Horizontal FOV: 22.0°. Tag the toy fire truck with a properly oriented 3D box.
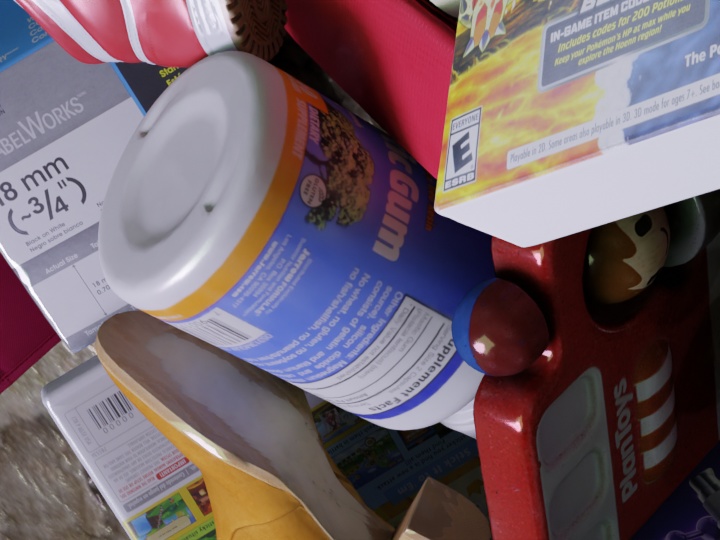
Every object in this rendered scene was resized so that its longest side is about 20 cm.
[{"bbox_3d":[0.099,0.015,0.688,0.112,0.168,0.200,20,136,34],"label":"toy fire truck"}]

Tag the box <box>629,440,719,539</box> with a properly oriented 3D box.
[{"bbox_3d":[0.136,0.147,0.753,0.141,0.200,0.079,29,143,24],"label":"box"}]

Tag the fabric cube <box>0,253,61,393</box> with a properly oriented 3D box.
[{"bbox_3d":[-0.303,-0.007,1.081,0.196,0.200,0.199,-10,119,50],"label":"fabric cube"}]

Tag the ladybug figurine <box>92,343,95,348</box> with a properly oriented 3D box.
[{"bbox_3d":[-0.087,0.023,0.986,0.200,0.072,0.136,50,145,-5],"label":"ladybug figurine"}]

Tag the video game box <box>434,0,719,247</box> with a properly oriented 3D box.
[{"bbox_3d":[0.106,-0.115,0.553,0.047,0.182,0.200,21,157,-30],"label":"video game box"}]

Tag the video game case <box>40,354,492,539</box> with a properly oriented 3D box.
[{"bbox_3d":[-0.019,0.080,0.876,0.182,0.200,0.023,60,176,-19],"label":"video game case"}]

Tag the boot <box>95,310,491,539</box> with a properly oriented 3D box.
[{"bbox_3d":[-0.049,0.119,0.827,0.201,0.071,0.144,32,128,5],"label":"boot"}]

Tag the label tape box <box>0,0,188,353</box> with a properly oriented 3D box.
[{"bbox_3d":[-0.126,-0.083,0.859,0.200,0.144,0.063,58,-171,-18],"label":"label tape box"}]

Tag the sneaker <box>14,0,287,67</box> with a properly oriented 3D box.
[{"bbox_3d":[-0.104,-0.177,0.756,0.112,0.071,0.200,-3,107,27],"label":"sneaker"}]

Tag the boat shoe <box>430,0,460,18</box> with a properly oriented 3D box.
[{"bbox_3d":[0.000,-0.189,0.690,0.063,0.074,0.201,-43,82,28],"label":"boat shoe"}]

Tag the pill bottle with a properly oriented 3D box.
[{"bbox_3d":[0.000,0.000,0.780,0.200,0.112,0.112,28,158,-33],"label":"pill bottle"}]

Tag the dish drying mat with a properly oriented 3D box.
[{"bbox_3d":[0.004,-0.094,0.745,0.200,0.018,0.077,46,153,49],"label":"dish drying mat"}]
